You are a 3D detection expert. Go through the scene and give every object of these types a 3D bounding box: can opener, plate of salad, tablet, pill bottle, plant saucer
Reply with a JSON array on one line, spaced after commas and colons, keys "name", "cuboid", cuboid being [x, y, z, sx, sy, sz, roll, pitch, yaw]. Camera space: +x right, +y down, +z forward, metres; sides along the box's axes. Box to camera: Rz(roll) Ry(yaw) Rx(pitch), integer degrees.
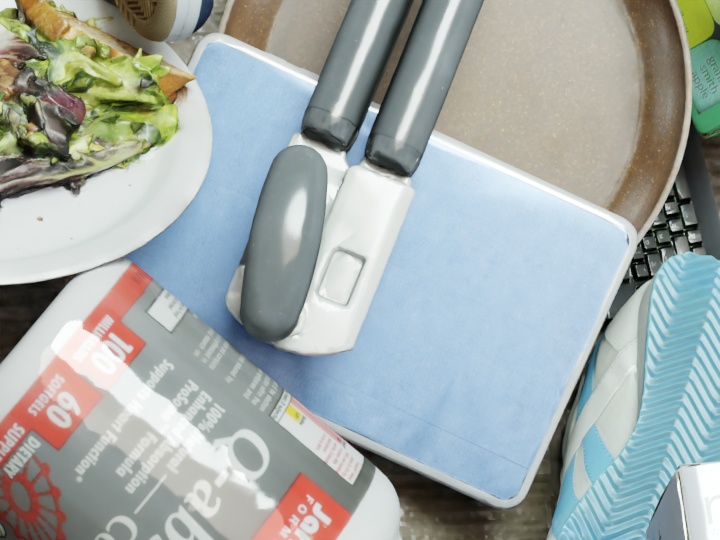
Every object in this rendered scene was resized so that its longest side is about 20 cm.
[{"name": "can opener", "cuboid": [0.004, -0.063, 1.014, 0.053, 0.067, 0.201, 21, 81, 3]}, {"name": "plate of salad", "cuboid": [-0.155, -0.069, 1.009, 0.199, 0.048, 0.201, 8, 42, -7]}, {"name": "tablet", "cuboid": [0.000, 0.000, 1.065, 0.199, 0.014, 0.131, 25, 88, 0]}, {"name": "pill bottle", "cuboid": [-0.057, 0.096, 0.997, 0.200, 0.116, 0.116, 40, 66, -4]}, {"name": "plant saucer", "cuboid": [0.038, -0.075, 1.088, 0.199, 0.034, 0.202, 0, 92, 5]}]

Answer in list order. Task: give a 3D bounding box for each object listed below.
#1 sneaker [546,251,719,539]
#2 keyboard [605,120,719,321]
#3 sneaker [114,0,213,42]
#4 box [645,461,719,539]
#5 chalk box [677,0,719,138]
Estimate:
[{"name": "sneaker", "cuboid": [0.115, 0.094, 1.067, 0.076, 0.081, 0.201, 26, 59, -6]}, {"name": "keyboard", "cuboid": [0.090, -0.074, 1.152, 0.126, 0.021, 0.201, -9, 77, -21]}, {"name": "sneaker", "cuboid": [-0.055, -0.173, 1.079, 0.108, 0.070, 0.201, 2, 49, -21]}, {"name": "box", "cuboid": [0.216, 0.154, 0.940, 0.199, 0.097, 0.177, -6, 69, -4]}, {"name": "chalk box", "cuboid": [0.191, -0.140, 1.109, 0.200, 0.124, 0.125, -14, 78, -49]}]
